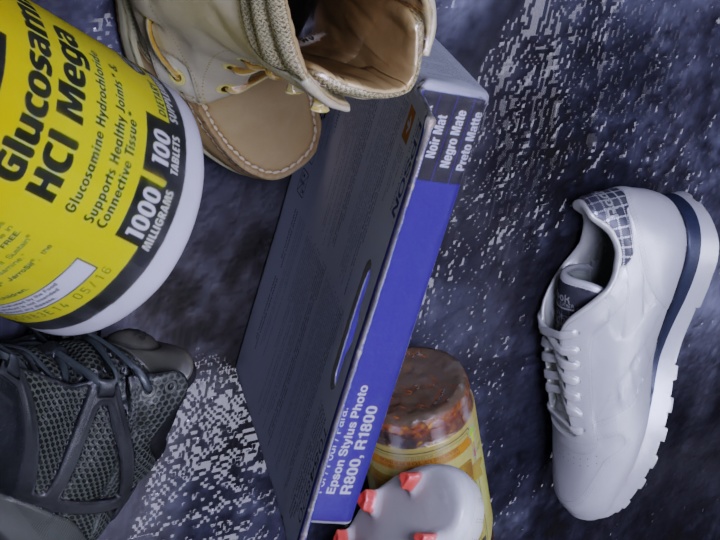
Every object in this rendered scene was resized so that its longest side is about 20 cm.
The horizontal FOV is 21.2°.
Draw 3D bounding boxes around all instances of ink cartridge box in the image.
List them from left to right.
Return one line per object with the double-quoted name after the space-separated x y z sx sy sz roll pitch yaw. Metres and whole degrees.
0.000 0.000 0.826 0.040 0.200 0.200 12 109 -15 "ink cartridge box"

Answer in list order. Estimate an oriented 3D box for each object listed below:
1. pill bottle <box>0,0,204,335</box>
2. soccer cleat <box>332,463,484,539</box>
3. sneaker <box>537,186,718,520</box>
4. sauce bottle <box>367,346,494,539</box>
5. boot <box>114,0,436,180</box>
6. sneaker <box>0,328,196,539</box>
-0.158 -0.056 0.696 0.200 0.112 0.113 28 94 -49 "pill bottle"
0.018 0.166 0.998 0.077 0.069 0.200 12 135 -28 "soccer cleat"
0.132 0.047 1.080 0.080 0.076 0.201 0 110 -31 "sneaker"
0.042 0.133 1.040 0.066 0.066 0.200 -34 132 -24 "sauce bottle"
-0.030 -0.091 0.763 0.073 0.155 0.200 -39 135 -19 "boot"
-0.143 0.044 0.805 0.114 0.076 0.200 -48 141 -12 "sneaker"
